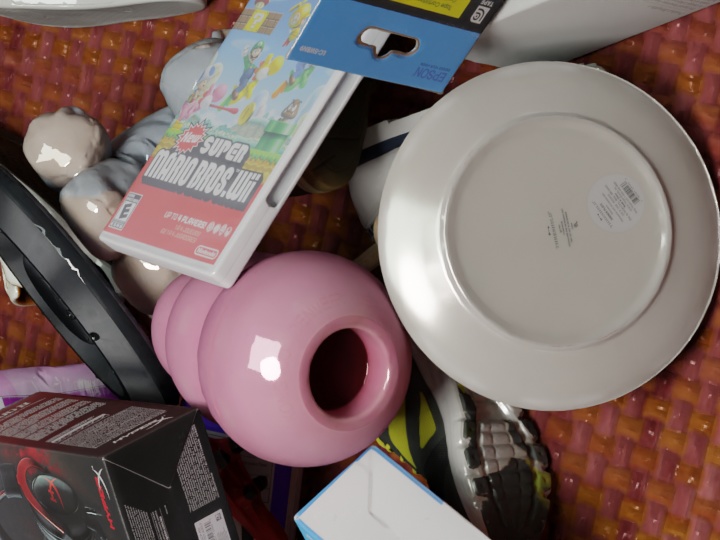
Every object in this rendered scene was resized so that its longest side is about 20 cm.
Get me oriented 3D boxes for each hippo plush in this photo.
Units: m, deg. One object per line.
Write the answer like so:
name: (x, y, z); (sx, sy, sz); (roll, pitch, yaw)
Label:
hippo plush: (-0.101, -0.063, 1.625); (0.161, 0.200, 0.159); (-36, 78, 3)

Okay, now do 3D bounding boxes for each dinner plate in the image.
dinner plate: (0.110, -0.021, 1.428); (0.024, 0.200, 0.200); (156, 114, -80)

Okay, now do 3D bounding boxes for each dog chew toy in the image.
dog chew toy: (-0.057, 0.044, 1.483); (0.200, 0.124, 0.125); (15, 96, 58)

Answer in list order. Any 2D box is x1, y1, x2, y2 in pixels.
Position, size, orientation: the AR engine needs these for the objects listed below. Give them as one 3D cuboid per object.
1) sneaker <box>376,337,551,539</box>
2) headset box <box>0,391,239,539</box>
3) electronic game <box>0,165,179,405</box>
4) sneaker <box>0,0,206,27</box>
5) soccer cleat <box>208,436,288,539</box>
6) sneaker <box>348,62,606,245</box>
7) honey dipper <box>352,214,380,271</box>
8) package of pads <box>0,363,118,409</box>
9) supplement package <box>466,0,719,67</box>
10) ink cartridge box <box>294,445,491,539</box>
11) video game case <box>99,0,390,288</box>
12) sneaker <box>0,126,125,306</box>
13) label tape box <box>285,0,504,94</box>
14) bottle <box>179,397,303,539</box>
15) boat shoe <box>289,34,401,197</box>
sneaker: (0.051, 0.097, 1.531); (0.085, 0.074, 0.200); (-40, 55, 36)
headset box: (-0.160, 0.157, 1.524); (0.200, 0.075, 0.149); (3, 113, 51)
electronic game: (-0.182, 0.011, 1.609); (0.042, 0.200, 0.200); (-39, 57, -12)
sneaker: (-0.189, -0.224, 1.741); (0.200, 0.071, 0.099); (-1, 84, 32)
soccer cleat: (-0.069, 0.196, 1.560); (0.085, 0.069, 0.200); (-32, 90, 21)
sneaker: (0.076, -0.069, 1.524); (0.200, 0.076, 0.081); (-19, 85, 42)
honey dipper: (0.000, 0.000, 1.559); (0.200, 0.038, 0.038); (-40, 61, 55)
package of pads: (-0.232, 0.128, 1.660); (0.076, 0.200, 0.121); (-35, 65, 47)
supplement package: (0.135, -0.202, 1.449); (0.200, 0.117, 0.117); (-19, 75, 35)
ink cartridge box: (0.046, 0.202, 1.482); (0.068, 0.200, 0.116); (-42, 55, -14)
video game case: (-0.065, -0.088, 1.486); (0.143, 0.017, 0.200); (17, 72, 56)
sneaker: (-0.240, -0.028, 1.761); (0.200, 0.073, 0.085); (46, 112, 30)
label tape box: (0.041, -0.200, 1.355); (0.063, 0.144, 0.200); (49, 115, 31)
bottle: (-0.076, 0.103, 1.611); (0.083, 0.065, 0.200); (10, 101, 19)
boat shoe: (-0.027, -0.122, 1.546); (0.065, 0.073, 0.200); (-17, 35, 32)
